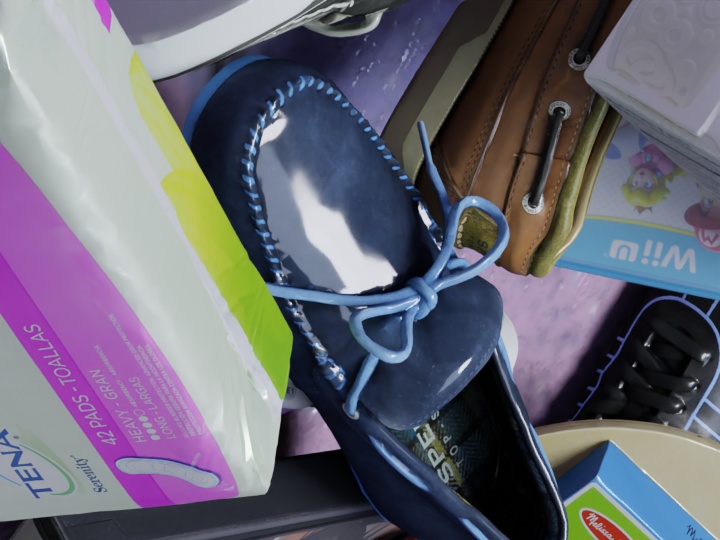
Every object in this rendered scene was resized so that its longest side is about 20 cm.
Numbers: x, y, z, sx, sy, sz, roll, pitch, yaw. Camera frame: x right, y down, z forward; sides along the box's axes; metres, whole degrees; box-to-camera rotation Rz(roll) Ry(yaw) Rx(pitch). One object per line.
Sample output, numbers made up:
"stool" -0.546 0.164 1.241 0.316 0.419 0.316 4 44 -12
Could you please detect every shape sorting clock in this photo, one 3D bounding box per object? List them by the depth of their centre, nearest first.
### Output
"shape sorting clock" 0.089 0.144 1.023 0.198 0.039 0.201 0 121 0

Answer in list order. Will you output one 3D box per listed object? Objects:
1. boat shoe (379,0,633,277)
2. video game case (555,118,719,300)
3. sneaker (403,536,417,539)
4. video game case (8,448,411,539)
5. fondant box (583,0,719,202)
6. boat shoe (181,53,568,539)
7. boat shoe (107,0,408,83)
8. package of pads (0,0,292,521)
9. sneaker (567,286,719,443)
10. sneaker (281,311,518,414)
"boat shoe" 0.082 -0.093 0.800 0.201 0.068 0.072 -60 166 12
"video game case" 0.118 -0.084 0.883 0.018 0.142 0.201 -79 180 -60
"sneaker" -0.008 0.190 0.886 0.078 0.116 0.200 -3 141 -50
"video game case" -0.066 0.126 0.868 0.199 0.026 0.181 -5 142 -46
"fondant box" 0.167 -0.072 0.800 0.145 0.058 0.200 -56 146 1
"boat shoe" 0.017 0.013 0.771 0.084 0.068 0.200 -52 135 -15
"boat shoe" -0.002 -0.103 0.773 0.200 0.071 0.064 -37 139 -25
"package of pads" -0.119 -0.006 0.657 0.200 0.153 0.069 64 25 -50
"sneaker" 0.119 0.063 1.041 0.078 0.070 0.201 -15 129 -47
"sneaker" 0.000 0.000 0.853 0.200 0.074 0.100 9 96 -58
